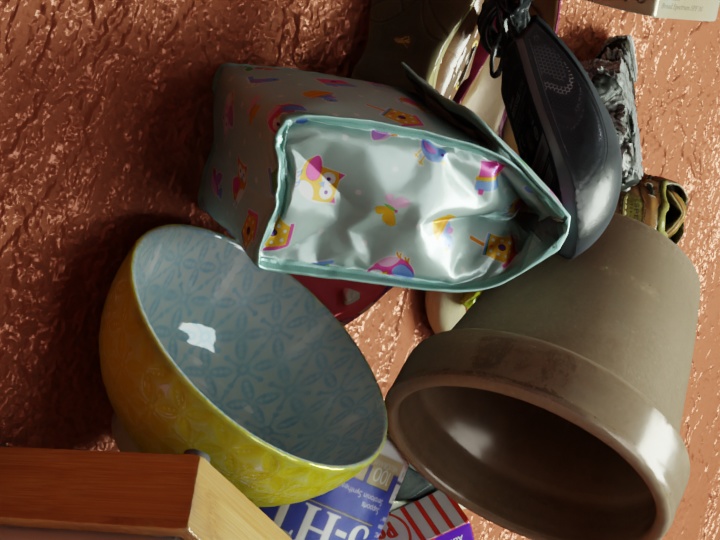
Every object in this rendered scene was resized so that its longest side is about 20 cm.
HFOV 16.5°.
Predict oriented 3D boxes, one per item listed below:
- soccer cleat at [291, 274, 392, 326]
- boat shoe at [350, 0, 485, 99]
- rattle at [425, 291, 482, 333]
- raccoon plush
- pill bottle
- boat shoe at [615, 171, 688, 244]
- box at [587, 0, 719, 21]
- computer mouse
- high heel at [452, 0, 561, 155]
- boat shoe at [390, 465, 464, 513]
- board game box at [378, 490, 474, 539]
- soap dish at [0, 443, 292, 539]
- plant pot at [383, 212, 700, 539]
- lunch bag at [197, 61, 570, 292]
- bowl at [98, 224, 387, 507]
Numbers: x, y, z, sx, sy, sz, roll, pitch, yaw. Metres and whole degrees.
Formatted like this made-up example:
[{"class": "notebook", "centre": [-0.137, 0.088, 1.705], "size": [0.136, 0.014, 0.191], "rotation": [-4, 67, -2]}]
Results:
[{"class": "soccer cleat", "centre": [0.000, 0.000, 1.688], "size": [0.200, 0.067, 0.076], "rotation": [-37, 159, -29]}, {"class": "boat shoe", "centre": [0.045, -0.158, 1.671], "size": [0.200, 0.072, 0.068], "rotation": [-69, 159, -6]}, {"class": "rattle", "centre": [0.132, 0.058, 1.805], "size": [0.130, 0.143, 0.200], "rotation": [-28, 128, -33]}, {"class": "raccoon plush", "centre": [0.136, -0.105, 1.820], "size": [0.200, 0.134, 0.097], "rotation": [-58, 138, -72]}, {"class": "pill bottle", "centre": [-0.056, 0.187, 1.650], "size": [0.120, 0.120, 0.200], "rotation": [28, 83, -52]}, {"class": "boat shoe", "centre": [0.215, -0.037, 1.875], "size": [0.200, 0.068, 0.072], "rotation": [-32, 120, -72]}, {"class": "box", "centre": [0.228, -0.290, 1.827], "size": [0.095, 0.078, 0.200], "rotation": [-6, 110, -50]}, {"class": "computer mouse", "centre": [0.127, -0.105, 1.564], "size": [0.053, 0.200, 0.139], "rotation": [-10, 162, -11]}, {"class": "high heel", "centre": [0.095, -0.111, 1.677], "size": [0.067, 0.096, 0.200], "rotation": [18, 55, -19]}, {"class": "boat shoe", "centre": [0.075, 0.132, 1.817], "size": [0.200, 0.072, 0.068], "rotation": [-1, 128, -50]}, {"class": "board game box", "centre": [0.022, 0.269, 1.793], "size": [0.151, 0.046, 0.200], "rotation": [-24, 128, -11]}, {"class": "soap dish", "centre": [-0.143, 0.167, 1.483], "size": [0.157, 0.200, 0.081], "rotation": [49, 50, -48]}, {"class": "plant pot", "centre": [0.136, 0.058, 1.599], "size": [0.175, 0.200, 0.200], "rotation": [-64, 143, -27]}, {"class": "lunch bag", "centre": [0.017, -0.059, 1.533], "size": [0.200, 0.170, 0.122], "rotation": [4, 104, -17]}, {"class": "bowl", "centre": [-0.092, 0.079, 1.538], "size": [0.200, 0.200, 0.108], "rotation": [6, 133, -52]}]
